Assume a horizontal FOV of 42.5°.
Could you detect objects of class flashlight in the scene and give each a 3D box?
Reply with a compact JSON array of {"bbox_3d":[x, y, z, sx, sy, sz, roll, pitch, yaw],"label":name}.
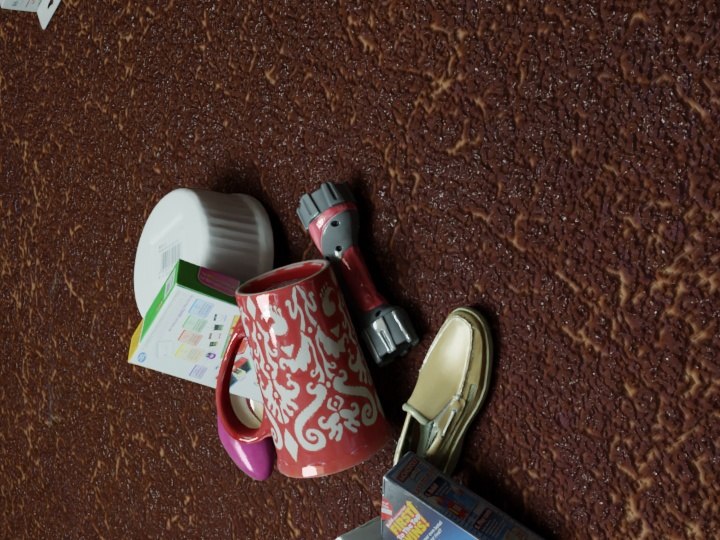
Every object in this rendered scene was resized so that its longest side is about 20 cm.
[{"bbox_3d":[0.000,0.000,1.015,0.068,0.068,0.201,-29,72,1],"label":"flashlight"}]

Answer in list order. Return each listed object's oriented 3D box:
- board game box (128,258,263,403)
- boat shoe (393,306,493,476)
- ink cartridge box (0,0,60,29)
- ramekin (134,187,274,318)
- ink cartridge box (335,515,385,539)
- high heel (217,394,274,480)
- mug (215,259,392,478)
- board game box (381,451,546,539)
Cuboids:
[{"bbox_3d":[-0.152,0.080,1.092,0.153,0.198,0.041,-50,29,37],"label":"board game box"},{"bbox_3d":[0.078,0.135,0.936,0.071,0.076,0.202,27,113,41],"label":"boat shoe"},{"bbox_3d":[-0.566,-0.519,1.547,0.116,0.066,0.202,-39,67,41],"label":"ink cartridge box"},{"bbox_3d":[-0.204,-0.007,1.169,0.199,0.097,0.203,-16,68,47],"label":"ramekin"},{"bbox_3d":[0.019,0.400,1.025,0.201,0.083,0.146,56,131,25],"label":"ink cartridge box"},{"bbox_3d":[-0.145,0.162,1.185,0.096,0.067,0.201,-59,41,46],"label":"high heel"},{"bbox_3d":[-0.074,0.107,0.991,0.133,0.176,0.202,-145,38,-73],"label":"mug"},{"bbox_3d":[0.081,0.290,0.910,0.200,0.062,0.201,43,121,12],"label":"board game box"}]
